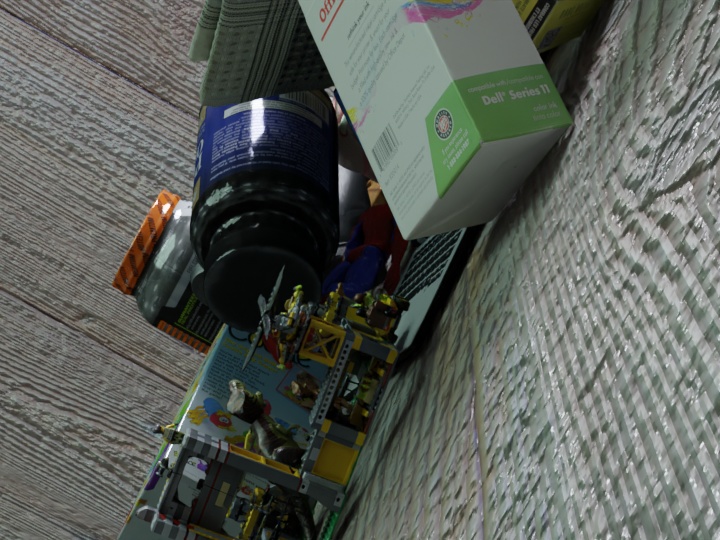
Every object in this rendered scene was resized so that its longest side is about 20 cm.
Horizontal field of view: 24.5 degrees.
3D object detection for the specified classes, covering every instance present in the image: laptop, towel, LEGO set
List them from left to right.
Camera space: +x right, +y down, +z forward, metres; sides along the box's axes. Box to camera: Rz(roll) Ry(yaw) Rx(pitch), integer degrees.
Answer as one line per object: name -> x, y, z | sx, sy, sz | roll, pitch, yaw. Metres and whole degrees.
LEGO set -> -0.060, 0.087, 0.981 | 0.154, 0.115, 0.202 | -100, 32, -77
towel -> -0.016, -0.191, 1.136 | 0.201, 0.191, 0.035 | 114, 139, -56
laptop -> 0.008, -0.041, 1.101 | 0.201, 0.115, 0.187 | -63, 5, -18

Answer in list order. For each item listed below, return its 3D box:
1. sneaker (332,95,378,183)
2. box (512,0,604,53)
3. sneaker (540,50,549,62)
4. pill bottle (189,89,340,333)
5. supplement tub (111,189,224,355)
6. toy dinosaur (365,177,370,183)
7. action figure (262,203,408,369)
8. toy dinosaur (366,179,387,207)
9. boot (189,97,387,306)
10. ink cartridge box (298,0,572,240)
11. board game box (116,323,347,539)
sneaker -> 0.034, -0.126, 1.298 | 0.200, 0.104, 0.076 | 126, 160, -60
box -> 0.060, -0.219, 1.013 | 0.075, 0.200, 0.050 | -28, -21, -47
sneaker -> 0.136, -0.242, 1.109 | 0.203, 0.076, 0.147 | -57, 9, 48
pill bottle -> -0.070, -0.053, 1.231 | 0.201, 0.111, 0.112 | -91, 27, -48
supplement tub -> -0.109, 0.019, 1.453 | 0.123, 0.199, 0.123 | -59, 6, 10
toy dinosaur -> -0.028, -0.044, 1.529 | 0.201, 0.102, 0.077 | -58, 6, 39
action figure -> 0.000, 0.000, 1.267 | 0.065, 0.052, 0.200 | -18, 27, 45
toy dinosaur -> 0.002, -0.037, 1.438 | 0.201, 0.060, 0.106 | -64, 7, -21
boot -> -0.071, -0.061, 1.403 | 0.066, 0.163, 0.201 | 96, 166, -47
ink cartridge box -> 0.033, -0.135, 0.959 | 0.067, 0.202, 0.117 | -14, -20, -28
board game box -> -0.092, 0.138, 1.201 | 0.103, 0.104, 0.201 | -59, 6, 32
